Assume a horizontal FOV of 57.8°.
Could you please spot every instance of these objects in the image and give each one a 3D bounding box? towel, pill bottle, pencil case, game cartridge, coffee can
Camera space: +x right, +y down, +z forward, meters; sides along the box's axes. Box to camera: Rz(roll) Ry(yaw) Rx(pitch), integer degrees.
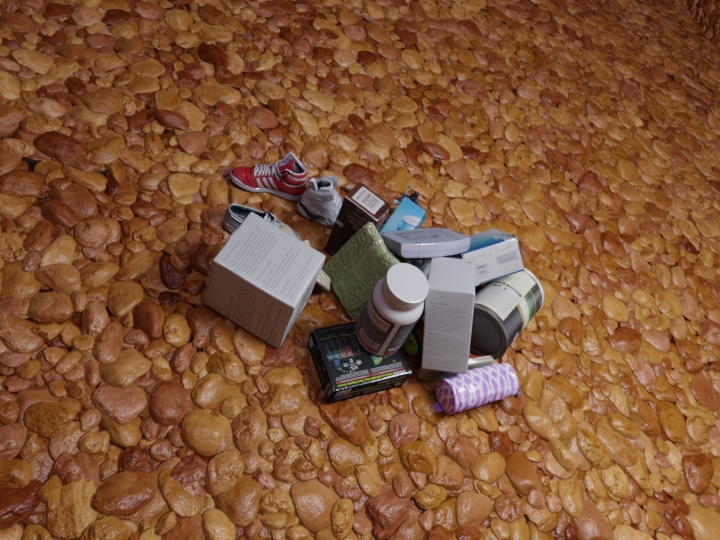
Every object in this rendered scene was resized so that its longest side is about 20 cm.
[{"bbox_3d":[0.000,0.000,1.505,0.036,0.200,0.150,-13,63,-52],"label":"towel"},{"bbox_3d":[0.068,0.083,1.379,0.112,0.202,0.118,10,51,-13],"label":"pill bottle"},{"bbox_3d":[0.266,0.267,1.479,0.195,0.086,0.086,-7,61,-26],"label":"pencil case"},{"bbox_3d":[0.149,-0.064,1.507,0.195,0.042,0.133,-6,15,-28],"label":"game cartridge"},{"bbox_3d":[0.341,0.098,1.592,0.146,0.148,0.199,42,51,13],"label":"coffee can"}]

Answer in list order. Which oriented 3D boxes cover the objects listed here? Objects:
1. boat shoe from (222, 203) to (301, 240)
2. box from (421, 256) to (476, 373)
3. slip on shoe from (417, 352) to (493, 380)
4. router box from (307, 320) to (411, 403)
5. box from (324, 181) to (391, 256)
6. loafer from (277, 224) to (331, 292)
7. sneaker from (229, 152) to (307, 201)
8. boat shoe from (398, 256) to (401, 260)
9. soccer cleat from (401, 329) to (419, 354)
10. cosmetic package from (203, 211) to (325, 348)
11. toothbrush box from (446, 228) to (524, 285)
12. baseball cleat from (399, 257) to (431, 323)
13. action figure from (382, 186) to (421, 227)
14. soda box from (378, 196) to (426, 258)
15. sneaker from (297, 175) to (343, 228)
[{"bbox_3d":[-0.234,-0.106,1.569,0.195,0.072,0.071,18,50,-8],"label":"boat shoe"},{"bbox_3d":[0.196,0.096,1.441,0.103,0.205,0.153,5,27,9],"label":"box"},{"bbox_3d":[0.220,0.212,1.514,0.194,0.075,0.062,-2,52,-16],"label":"slip on shoe"},{"bbox_3d":[-0.004,0.194,1.443,0.195,0.063,0.153,-8,57,-26],"label":"router box"},{"bbox_3d":[-0.010,-0.102,1.569,0.099,0.202,0.075,35,51,9],"label":"box"},{"bbox_3d":[-0.136,-0.032,1.528,0.200,0.076,0.068,45,67,-4],"label":"loafer"},{"bbox_3d":[-0.228,-0.250,1.651,0.194,0.114,0.073,12,50,-12],"label":"sneaker"},{"bbox_3d":[0.180,0.026,1.635,0.197,0.065,0.073,30,82,7],"label":"boat shoe"},{"bbox_3d":[0.090,0.106,1.546,0.080,0.068,0.202,-13,59,-43],"label":"soccer cleat"},{"bbox_3d":[-0.209,0.021,1.424,0.197,0.168,0.169,30,49,2],"label":"cosmetic package"},{"bbox_3d":[0.300,-0.035,1.615,0.142,0.200,0.088,-17,102,-4],"label":"toothbrush box"},{"bbox_3d":[0.134,0.025,1.576,0.104,0.070,0.205,14,69,12],"label":"baseball cleat"},{"bbox_3d":[0.109,-0.132,1.696,0.099,0.119,0.205,9,57,-20],"label":"action figure"},{"bbox_3d":[0.079,-0.074,1.595,0.067,0.064,0.202,34,85,13],"label":"soda box"},{"bbox_3d":[-0.059,-0.166,1.653,0.195,0.116,0.076,20,50,-6],"label":"sneaker"}]
